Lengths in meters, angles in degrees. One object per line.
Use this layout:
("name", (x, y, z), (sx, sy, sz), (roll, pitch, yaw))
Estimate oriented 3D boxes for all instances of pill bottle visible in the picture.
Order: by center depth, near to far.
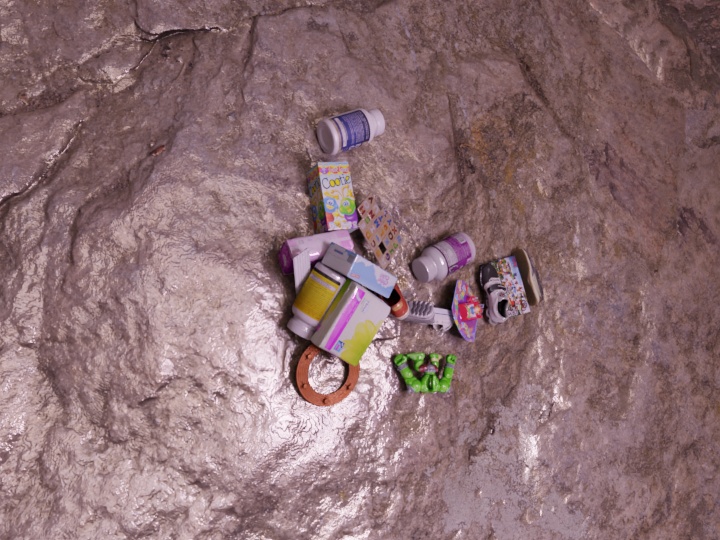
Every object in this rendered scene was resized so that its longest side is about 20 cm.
("pill bottle", (-0.122, 0.088, 1.570), (0.112, 0.112, 0.202), (30, 91, -17))
("pill bottle", (-0.026, -0.436, 1.736), (0.198, 0.111, 0.112), (-24, 91, -26))
("pill bottle", (0.264, -0.038, 1.797), (0.199, 0.112, 0.113), (-28, 92, -26))

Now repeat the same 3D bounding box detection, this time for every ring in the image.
("ring", (-0.088, 0.289, 1.594), (0.198, 0.019, 0.204), (-3, 96, -26))

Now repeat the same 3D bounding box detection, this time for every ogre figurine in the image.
("ogre figurine", (0.202, 0.314, 1.712), (0.198, 0.098, 0.122), (13, 63, -34))

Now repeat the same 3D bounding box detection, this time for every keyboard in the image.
("keyboard", (-0.161, 0.012, 1.555), (0.011, 0.201, 0.056), (35, 60, 21))

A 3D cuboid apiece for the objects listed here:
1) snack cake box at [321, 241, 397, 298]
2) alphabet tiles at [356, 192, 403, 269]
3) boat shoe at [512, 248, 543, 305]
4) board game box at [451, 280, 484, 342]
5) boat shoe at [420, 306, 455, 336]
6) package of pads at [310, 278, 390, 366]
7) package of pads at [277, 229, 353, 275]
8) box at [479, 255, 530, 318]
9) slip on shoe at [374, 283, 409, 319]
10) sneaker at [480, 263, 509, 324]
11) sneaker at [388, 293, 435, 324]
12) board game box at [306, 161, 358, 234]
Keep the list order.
("snack cake box", (0.000, 0.000, 1.567), (0.199, 0.114, 0.068), (29, 87, -48))
("alphabet tiles", (0.056, -0.129, 1.713), (0.201, 0.007, 0.168), (60, 40, -21))
("boat shoe", (0.591, 0.020, 1.967), (0.065, 0.071, 0.204), (-14, 87, -36))
("board game box", (0.353, 0.123, 1.795), (0.158, 0.039, 0.201), (52, 39, -29))
("boat shoe", (0.250, 0.162, 1.764), (0.201, 0.074, 0.087), (12, 89, -45))
("package of pads", (-0.022, 0.147, 1.544), (0.154, 0.068, 0.201), (35, 85, -36))
("package of pads", (-0.129, -0.054, 1.608), (0.198, 0.121, 0.077), (-12, 73, -27))
("box", (0.496, 0.062, 1.928), (0.135, 0.038, 0.203), (-14, 86, -27))
("slip on shoe", (0.083, 0.065, 1.660), (0.074, 0.201, 0.061), (-34, 129, 2))
("sneaker", (0.450, 0.072, 1.838), (0.073, 0.088, 0.203), (-8, 83, -20))
("sneaker", (0.132, 0.128, 1.681), (0.075, 0.198, 0.082), (-58, 143, -26))
("board game box", (-0.084, -0.210, 1.670), (0.104, 0.103, 0.203), (-7, 83, -26))
